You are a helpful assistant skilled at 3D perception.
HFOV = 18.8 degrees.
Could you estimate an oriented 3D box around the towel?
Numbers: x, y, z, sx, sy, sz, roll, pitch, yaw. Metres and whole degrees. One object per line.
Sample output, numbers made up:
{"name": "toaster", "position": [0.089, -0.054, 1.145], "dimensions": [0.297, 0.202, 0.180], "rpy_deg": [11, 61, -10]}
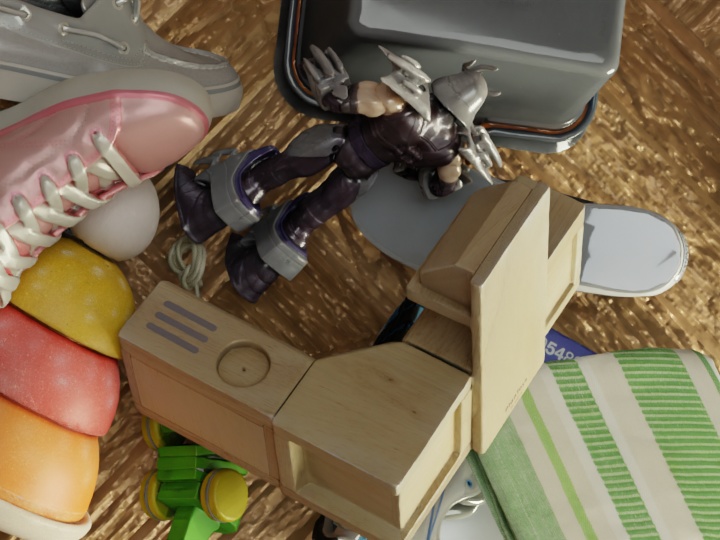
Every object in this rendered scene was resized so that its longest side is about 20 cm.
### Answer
{"name": "towel", "position": [0.152, 0.118, 1.245], "dimensions": [0.200, 0.023, 0.153], "rpy_deg": [-8, 64, -35]}

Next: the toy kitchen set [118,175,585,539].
{"name": "toy kitchen set", "position": [0.000, 0.000, 1.151], "dimensions": [0.180, 0.163, 0.200], "rpy_deg": [26, 61, 19]}

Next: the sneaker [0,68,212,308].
{"name": "sneaker", "position": [-0.167, -0.032, 1.114], "dimensions": [0.200, 0.075, 0.105], "rpy_deg": [-13, 61, 12]}

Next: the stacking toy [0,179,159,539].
{"name": "stacking toy", "position": [-0.167, 0.034, 1.171], "dimensions": [0.146, 0.146, 0.200], "rpy_deg": [31, 93, -6]}

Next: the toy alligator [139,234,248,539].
{"name": "toy alligator", "position": [-0.087, 0.082, 1.250], "dimensions": [0.054, 0.059, 0.201], "rpy_deg": [14, 74, -52]}

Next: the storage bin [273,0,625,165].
{"name": "storage bin", "position": [0.059, -0.141, 1.258], "dimensions": [0.199, 0.134, 0.146], "rpy_deg": [8, 82, -9]}

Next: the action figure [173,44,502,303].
{"name": "action figure", "position": [-0.008, -0.066, 1.215], "dimensions": [0.200, 0.069, 0.130], "rpy_deg": [-29, 126, 22]}

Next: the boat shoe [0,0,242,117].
{"name": "boat shoe", "position": [-0.150, -0.125, 1.156], "dimensions": [0.200, 0.072, 0.069], "rpy_deg": [7, 105, -25]}

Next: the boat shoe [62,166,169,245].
{"name": "boat shoe", "position": [-0.167, -0.047, 1.235], "dimensions": [0.072, 0.072, 0.200], "rpy_deg": [42, 78, -3]}

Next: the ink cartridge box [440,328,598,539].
{"name": "ink cartridge box", "position": [0.137, 0.154, 1.287], "dimensions": [0.199, 0.041, 0.200], "rpy_deg": [28, 79, -6]}

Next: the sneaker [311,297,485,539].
{"name": "sneaker", "position": [0.036, 0.098, 1.241], "dimensions": [0.087, 0.075, 0.200], "rpy_deg": [24, 58, -11]}

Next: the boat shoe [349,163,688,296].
{"name": "boat shoe", "position": [0.094, -0.023, 1.284], "dimensions": [0.199, 0.066, 0.070], "rpy_deg": [7, 86, 9]}
